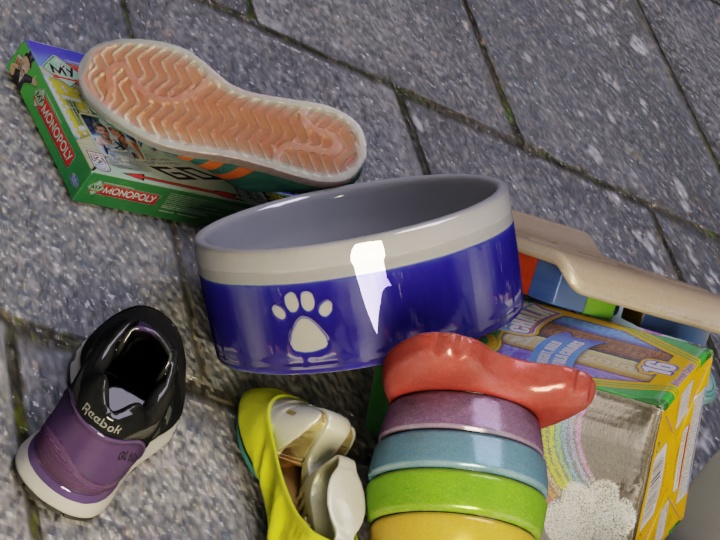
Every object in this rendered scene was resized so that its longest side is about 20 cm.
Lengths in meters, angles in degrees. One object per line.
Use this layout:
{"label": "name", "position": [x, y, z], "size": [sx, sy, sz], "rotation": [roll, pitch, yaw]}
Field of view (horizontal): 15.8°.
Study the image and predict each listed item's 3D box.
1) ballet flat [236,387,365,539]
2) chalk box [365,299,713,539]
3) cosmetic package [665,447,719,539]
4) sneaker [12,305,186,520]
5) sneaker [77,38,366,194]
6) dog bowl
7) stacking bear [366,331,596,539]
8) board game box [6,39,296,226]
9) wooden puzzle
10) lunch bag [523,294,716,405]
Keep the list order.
{"label": "ballet flat", "position": [-0.028, 0.122, 1.532], "size": [0.067, 0.067, 0.200], "rotation": [23, 30, -24]}
{"label": "chalk box", "position": [0.103, 0.097, 1.632], "size": [0.199, 0.125, 0.124], "rotation": [16, 21, 20]}
{"label": "cosmetic package", "position": [0.323, 0.182, 1.715], "size": [0.164, 0.200, 0.165], "rotation": [29, 28, -16]}
{"label": "sneaker", "position": [-0.126, 0.061, 1.485], "size": [0.076, 0.088, 0.200], "rotation": [34, 26, -6]}
{"label": "sneaker", "position": [-0.096, -0.092, 1.736], "size": [0.199, 0.080, 0.072], "rotation": [20, 72, -2]}
{"label": "dog bowl", "position": [0.000, 0.000, 1.618], "size": [0.200, 0.199, 0.079], "rotation": [-32, 114, -62]}
{"label": "stacking bear", "position": [0.055, 0.154, 1.486], "size": [0.121, 0.114, 0.201], "rotation": [16, 68, -24]}
{"label": "board game box", "position": [-0.134, -0.086, 1.775], "size": [0.199, 0.029, 0.135], "rotation": [11, 38, -42]}
{"label": "wooden puzzle", "position": [0.144, 0.004, 1.738], "size": [0.185, 0.047, 0.200], "rotation": [15, 8, -36]}
{"label": "lunch bag", "position": [0.147, 0.055, 1.838], "size": [0.199, 0.077, 0.161], "rotation": [4, 42, -47]}
